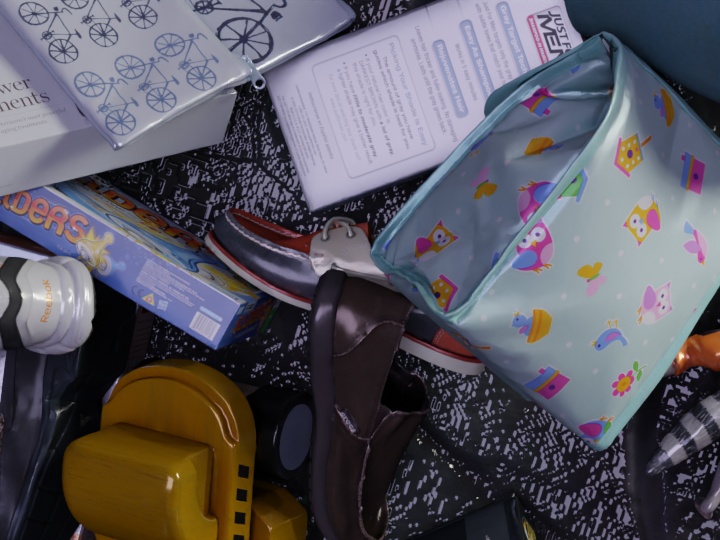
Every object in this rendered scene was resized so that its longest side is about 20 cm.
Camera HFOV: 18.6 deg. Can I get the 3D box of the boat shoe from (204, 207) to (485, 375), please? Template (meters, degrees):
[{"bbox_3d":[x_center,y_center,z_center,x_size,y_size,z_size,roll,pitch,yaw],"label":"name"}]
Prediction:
[{"bbox_3d":[0.000,0.000,1.399,0.199,0.071,0.063,23,110,2],"label":"boat shoe"}]

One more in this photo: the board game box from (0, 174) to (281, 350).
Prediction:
[{"bbox_3d":[-0.152,-0.019,1.395,0.200,0.135,0.035,30,98,7],"label":"board game box"}]

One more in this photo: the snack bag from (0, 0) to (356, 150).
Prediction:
[{"bbox_3d":[-0.124,-0.179,1.365,0.200,0.021,0.189,-29,67,-28],"label":"snack bag"}]

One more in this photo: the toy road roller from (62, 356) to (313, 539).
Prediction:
[{"bbox_3d":[-0.117,0.154,1.368,0.123,0.146,0.201,12,105,26],"label":"toy road roller"}]

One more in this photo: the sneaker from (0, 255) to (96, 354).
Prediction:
[{"bbox_3d":[-0.248,0.021,1.348,0.200,0.080,0.074,-13,77,47],"label":"sneaker"}]

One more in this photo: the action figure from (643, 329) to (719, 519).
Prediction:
[{"bbox_3d":[0.273,0.083,1.344,0.193,0.105,0.200,-34,84,18],"label":"action figure"}]

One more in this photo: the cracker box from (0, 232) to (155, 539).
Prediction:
[{"bbox_3d":[-0.220,0.084,1.449,0.134,0.058,0.201,16,95,8],"label":"cracker box"}]

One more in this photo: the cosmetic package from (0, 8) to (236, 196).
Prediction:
[{"bbox_3d":[-0.199,-0.127,1.361,0.199,0.052,0.151,-16,56,-29],"label":"cosmetic package"}]

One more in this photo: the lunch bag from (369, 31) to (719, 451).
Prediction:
[{"bbox_3d":[0.133,-0.025,1.318,0.170,0.122,0.200,39,88,-36],"label":"lunch bag"}]

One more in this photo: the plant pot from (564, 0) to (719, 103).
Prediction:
[{"bbox_3d":[0.227,-0.189,1.303,0.187,0.200,0.201,14,94,23],"label":"plant pot"}]

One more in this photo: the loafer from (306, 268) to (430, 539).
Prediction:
[{"bbox_3d":[0.007,0.095,1.369,0.071,0.073,0.201,4,124,10],"label":"loafer"}]

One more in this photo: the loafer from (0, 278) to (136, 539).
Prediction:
[{"bbox_3d":[-0.202,0.095,1.390,0.072,0.073,0.201,17,90,27],"label":"loafer"}]

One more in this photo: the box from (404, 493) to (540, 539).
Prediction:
[{"bbox_3d":[0.042,0.233,1.339,0.159,0.200,0.046,-24,114,10],"label":"box"}]

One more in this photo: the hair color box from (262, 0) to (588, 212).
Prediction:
[{"bbox_3d":[0.049,-0.116,1.396,0.199,0.061,0.099,-20,89,10],"label":"hair color box"}]
